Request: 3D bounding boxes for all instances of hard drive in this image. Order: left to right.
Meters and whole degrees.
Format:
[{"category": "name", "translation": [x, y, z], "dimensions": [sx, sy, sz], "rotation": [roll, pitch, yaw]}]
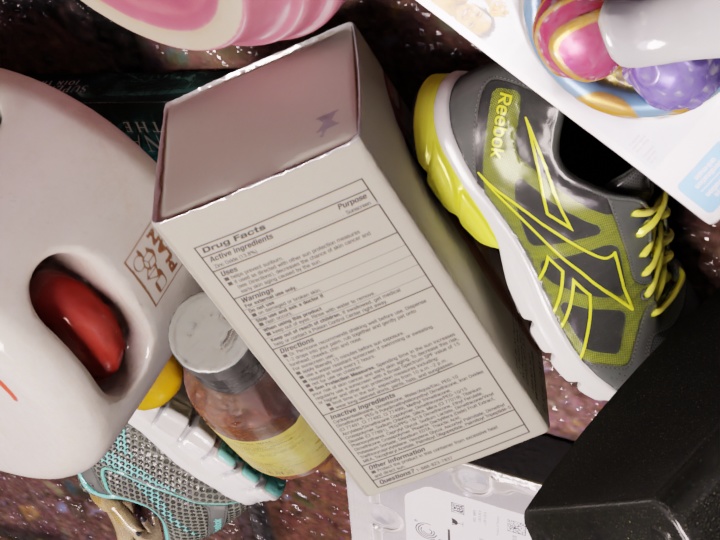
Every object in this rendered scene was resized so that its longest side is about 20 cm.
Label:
[{"category": "hard drive", "translation": [0.090, 0.144, 1.040], "dimensions": [0.200, 0.038, 0.140], "rotation": [16, 139, 17]}]

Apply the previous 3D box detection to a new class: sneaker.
[{"category": "sneaker", "translation": [-0.141, 0.086, 1.062], "dimensions": [0.200, 0.078, 0.091], "rotation": [41, 113, -12]}, {"category": "sneaker", "translation": [0.106, -0.013, 0.825], "dimensions": [0.085, 0.075, 0.200], "rotation": [-22, 120, 44]}]

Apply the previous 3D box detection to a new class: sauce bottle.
[{"category": "sauce bottle", "translation": [-0.052, 0.058, 0.949], "dimensions": [0.066, 0.066, 0.200], "rotation": [19, 167, 12]}]

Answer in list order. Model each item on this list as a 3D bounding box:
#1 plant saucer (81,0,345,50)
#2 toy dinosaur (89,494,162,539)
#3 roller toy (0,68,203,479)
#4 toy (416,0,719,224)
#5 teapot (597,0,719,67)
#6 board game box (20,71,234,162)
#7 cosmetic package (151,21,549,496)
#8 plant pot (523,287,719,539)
[{"category": "plant saucer", "translation": [-0.095, -0.159, 0.761], "dimensions": [0.200, 0.051, 0.201], "rotation": [31, 157, 15]}, {"category": "toy dinosaur", "translation": [-0.152, 0.130, 1.171], "dimensions": [0.101, 0.058, 0.200], "rotation": [12, 133, 43]}, {"category": "roller toy", "translation": [-0.169, -0.001, 0.908], "dimensions": [0.200, 0.140, 0.182], "rotation": [33, 152, -2]}, {"category": "toy", "translation": [0.094, -0.108, 0.725], "dimensions": [0.200, 0.047, 0.115], "rotation": [38, 120, -4]}, {"category": "teapot", "translation": [0.220, -0.080, 0.616], "dimensions": [0.200, 0.197, 0.146], "rotation": [48, 157, -3]}, {"category": "board game box", "translation": [-0.088, -0.040, 0.950], "dimensions": [0.200, 0.028, 0.135], "rotation": [2, 134, 29]}, {"category": "cosmetic package", "translation": [0.000, 0.000, 0.858], "dimensions": [0.103, 0.087, 0.200], "rotation": [-20, 130, 16]}, {"category": "plant pot", "translation": [0.186, 0.107, 0.734], "dimensions": [0.200, 0.177, 0.199], "rotation": [60, 161, -2]}]
